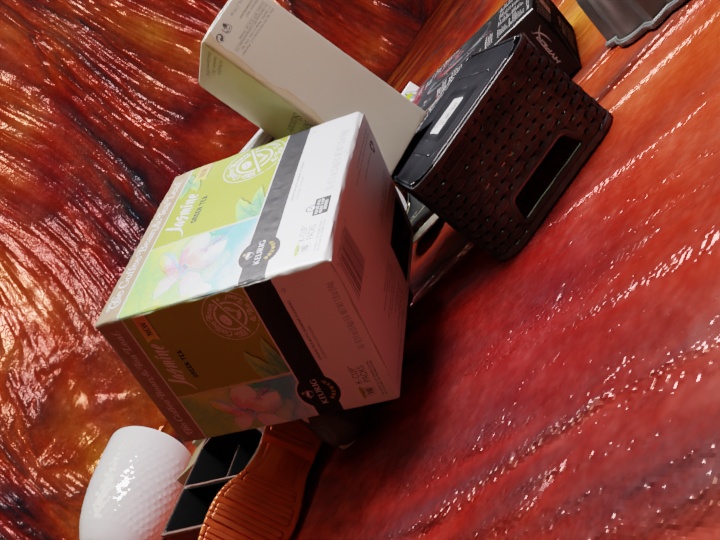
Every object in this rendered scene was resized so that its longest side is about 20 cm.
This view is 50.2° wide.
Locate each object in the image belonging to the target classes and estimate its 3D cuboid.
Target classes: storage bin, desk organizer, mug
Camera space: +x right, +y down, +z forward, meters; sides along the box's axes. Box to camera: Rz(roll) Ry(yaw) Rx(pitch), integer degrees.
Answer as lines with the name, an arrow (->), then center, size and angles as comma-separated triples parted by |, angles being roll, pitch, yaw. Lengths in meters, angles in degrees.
storage bin -> 0.104, -0.103, 0.642 | 0.136, 0.093, 0.200 | -53, 9, 6
desk organizer -> -0.127, 0.204, 0.792 | 0.072, 0.076, 0.201 | -50, 11, 23
mug -> -0.353, 0.378, 1.201 | 0.178, 0.143, 0.203 | -75, -8, -47

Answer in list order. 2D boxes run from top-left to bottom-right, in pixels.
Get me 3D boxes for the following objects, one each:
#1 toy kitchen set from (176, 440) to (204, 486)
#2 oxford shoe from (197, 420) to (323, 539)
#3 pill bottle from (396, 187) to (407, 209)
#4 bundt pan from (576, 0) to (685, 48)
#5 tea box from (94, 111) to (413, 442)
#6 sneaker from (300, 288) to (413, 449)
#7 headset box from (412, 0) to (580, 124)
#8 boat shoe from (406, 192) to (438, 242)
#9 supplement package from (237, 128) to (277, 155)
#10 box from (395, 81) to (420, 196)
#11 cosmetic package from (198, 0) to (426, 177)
toy kitchen set -> -0.200, 0.148, 1.032 | 0.200, 0.180, 0.164 | -44, 12, 29
oxford shoe -> -0.081, 0.200, 0.664 | 0.202, 0.070, 0.074 | -58, -10, -39
pill bottle -> -0.028, -0.030, 0.971 | 0.200, 0.115, 0.117 | -46, 12, 45
bundt pan -> 0.245, -0.288, 0.622 | 0.204, 0.075, 0.202 | -54, 10, 14
tea box -> -0.070, 0.003, 0.618 | 0.192, 0.135, 0.202 | -16, 34, 19
sneaker -> -0.003, 0.065, 0.658 | 0.085, 0.074, 0.201 | -49, 12, 28
headset box -> 0.127, -0.194, 0.808 | 0.199, 0.075, 0.150 | -40, 15, 28
boat shoe -> 0.071, -0.102, 0.885 | 0.072, 0.067, 0.202 | -44, 16, 40
supplement package -> -0.096, -0.084, 0.838 | 0.155, 0.111, 0.201 | -40, 15, 31
box -> 0.057, -0.160, 1.028 | 0.111, 0.034, 0.200 | -56, -12, -4
cosmetic package -> -0.048, -0.159, 0.708 | 0.074, 0.198, 0.103 | -57, 6, -14
